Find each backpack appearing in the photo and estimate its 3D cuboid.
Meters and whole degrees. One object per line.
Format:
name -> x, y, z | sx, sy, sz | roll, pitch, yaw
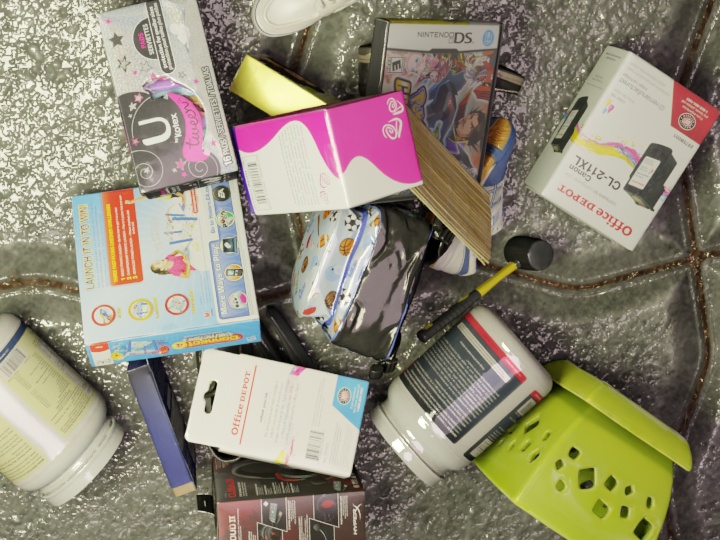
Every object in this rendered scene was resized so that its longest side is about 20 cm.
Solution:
backpack -> 0.000, 0.000, 1.571 | 0.153, 0.191, 0.201 | 25, 94, -8

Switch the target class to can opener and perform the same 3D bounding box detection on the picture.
can opener -> -0.075, 0.134, 1.661 | 0.063, 0.079, 0.201 | -22, 97, 6

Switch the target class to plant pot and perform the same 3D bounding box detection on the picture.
plant pot -> 0.282, 0.234, 1.675 | 0.198, 0.200, 0.182 | 33, 90, -15

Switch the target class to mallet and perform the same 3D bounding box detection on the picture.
mallet -> 0.153, 0.024, 1.627 | 0.200, 0.066, 0.041 | -40, 109, -24

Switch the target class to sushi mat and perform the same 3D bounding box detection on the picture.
sushi mat -> 0.094, -0.093, 1.491 | 0.012, 0.096, 0.200 | -16, 143, 29

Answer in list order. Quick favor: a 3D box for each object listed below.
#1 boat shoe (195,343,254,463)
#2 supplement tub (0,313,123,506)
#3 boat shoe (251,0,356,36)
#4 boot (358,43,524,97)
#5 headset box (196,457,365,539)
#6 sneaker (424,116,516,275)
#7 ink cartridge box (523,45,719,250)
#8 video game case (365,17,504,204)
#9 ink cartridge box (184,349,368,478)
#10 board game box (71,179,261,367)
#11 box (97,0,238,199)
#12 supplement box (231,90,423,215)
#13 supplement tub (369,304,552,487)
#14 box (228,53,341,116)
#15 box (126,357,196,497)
boat shoe -> -0.164, 0.135, 1.647 | 0.073, 0.063, 0.203 | -4, 103, -6
supplement tub -> -0.390, 0.165, 1.575 | 0.145, 0.145, 0.200 | -43, 106, 4
boat shoe -> -0.034, -0.329, 1.544 | 0.199, 0.066, 0.072 | -25, 107, -2
boot -> 0.086, -0.184, 1.596 | 0.198, 0.073, 0.152 | 7, 102, -7
headset box -> -0.101, 0.283, 1.648 | 0.198, 0.149, 0.076 | -3, 104, -7
sneaker -> 0.142, -0.089, 1.641 | 0.088, 0.075, 0.201 | 23, 100, -35
ink cartridge box -> 0.316, -0.147, 1.636 | 0.145, 0.083, 0.201 | 29, 98, -15
video game case -> 0.078, -0.178, 1.498 | 0.180, 0.025, 0.202 | -8, 112, -40
ink cartridge box -> -0.100, 0.169, 1.590 | 0.198, 0.068, 0.116 | 13, 79, -5
board game box -> -0.223, -0.003, 1.541 | 0.194, 0.201, 0.056 | -8, 150, -6
box -> -0.213, -0.190, 1.496 | 0.114, 0.132, 0.202 | -15, 91, -5
supplement box -> -0.038, -0.121, 1.409 | 0.103, 0.199, 0.102 | -18, 100, -30
supplement tub -> 0.123, 0.154, 1.653 | 0.200, 0.140, 0.140 | -42, 106, 3
box -> -0.049, -0.178, 1.544 | 0.199, 0.075, 0.050 | 32, 105, 4
box -> -0.242, 0.156, 1.608 | 0.032, 0.121, 0.202 | -17, 106, -3
